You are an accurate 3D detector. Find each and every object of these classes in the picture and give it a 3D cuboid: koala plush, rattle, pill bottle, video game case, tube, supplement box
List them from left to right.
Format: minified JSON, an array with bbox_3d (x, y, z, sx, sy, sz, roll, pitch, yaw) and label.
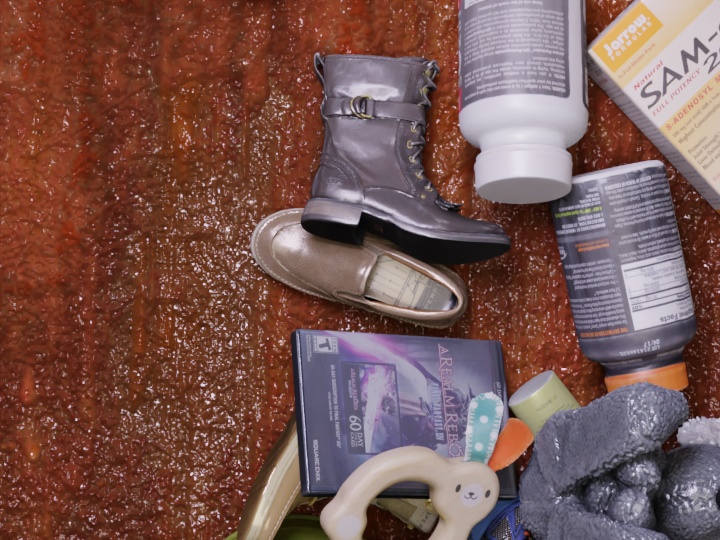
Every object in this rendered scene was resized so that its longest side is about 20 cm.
[{"bbox_3d":[0.038,0.125,1.702,0.199,0.019,0.143,4,70,-24],"label":"video game case"},{"bbox_3d":[0.076,0.197,1.614,0.199,0.143,0.131,-27,99,-8],"label":"rattle"},{"bbox_3d":[0.138,-0.163,1.683,0.110,0.111,0.201,1,75,-2],"label":"pill bottle"},{"bbox_3d":[0.209,0.181,1.758,0.058,0.052,0.200,-30,100,38],"label":"tube"},{"bbox_3d":[0.232,0.011,1.721,0.106,0.106,0.201,-12,93,-2],"label":"pill bottle"},{"bbox_3d":[0.258,0.192,1.684,0.199,0.184,0.178,4,79,-32],"label":"koala plush"},{"bbox_3d":[0.303,-0.159,1.732,0.126,0.074,0.200,-44,93,0],"label":"supplement box"}]

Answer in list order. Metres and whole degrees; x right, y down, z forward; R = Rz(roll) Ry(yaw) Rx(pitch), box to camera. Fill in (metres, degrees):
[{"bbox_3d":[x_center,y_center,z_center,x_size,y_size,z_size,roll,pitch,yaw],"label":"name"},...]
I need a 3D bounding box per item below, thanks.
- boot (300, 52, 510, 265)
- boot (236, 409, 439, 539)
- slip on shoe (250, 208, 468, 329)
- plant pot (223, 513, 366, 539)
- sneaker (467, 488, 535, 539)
[{"bbox_3d":[0.044,-0.104,1.713,0.199,0.069,0.175,12,72,-2],"label":"boot"},{"bbox_3d":[-0.006,0.189,1.708,0.155,0.073,0.200,35,55,-6],"label":"boot"},{"bbox_3d":[0.000,0.000,1.733,0.199,0.061,0.076,24,91,-3],"label":"slip on shoe"},{"bbox_3d":[-0.056,0.321,1.680,0.199,0.193,0.201,0,92,-2],"label":"plant pot"},{"bbox_3d":[0.114,0.268,1.709,0.078,0.076,0.200,23,53,34],"label":"sneaker"}]
